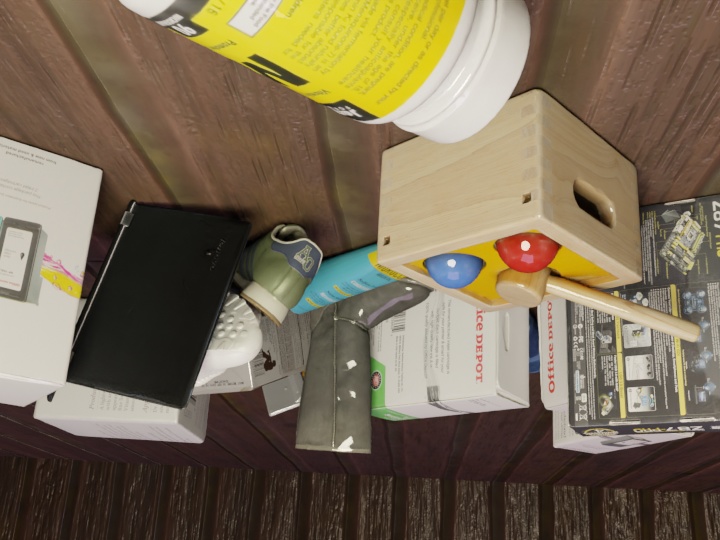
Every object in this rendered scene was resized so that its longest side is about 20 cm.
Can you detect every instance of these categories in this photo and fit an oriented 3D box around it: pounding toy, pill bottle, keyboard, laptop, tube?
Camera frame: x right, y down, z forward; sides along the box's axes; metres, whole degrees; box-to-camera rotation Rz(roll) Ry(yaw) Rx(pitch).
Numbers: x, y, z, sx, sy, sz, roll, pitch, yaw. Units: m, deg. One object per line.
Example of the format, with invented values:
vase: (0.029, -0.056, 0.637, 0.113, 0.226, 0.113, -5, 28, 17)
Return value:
pounding toy: (0.145, -0.023, 0.676, 0.182, 0.145, 0.198, -15, 153, 42)
pill bottle: (-0.012, -0.144, 0.419, 0.198, 0.117, 0.113, 19, 155, -36)
keyboard: (-0.110, 0.132, 1.123, 0.055, 0.200, 0.011, -24, 116, -4)
laptop: (-0.213, 0.044, 0.820, 0.114, 0.190, 0.200, 24, 154, -15)
tube: (0.000, 0.000, 0.914, 0.198, 0.051, 0.077, -19, 158, 35)

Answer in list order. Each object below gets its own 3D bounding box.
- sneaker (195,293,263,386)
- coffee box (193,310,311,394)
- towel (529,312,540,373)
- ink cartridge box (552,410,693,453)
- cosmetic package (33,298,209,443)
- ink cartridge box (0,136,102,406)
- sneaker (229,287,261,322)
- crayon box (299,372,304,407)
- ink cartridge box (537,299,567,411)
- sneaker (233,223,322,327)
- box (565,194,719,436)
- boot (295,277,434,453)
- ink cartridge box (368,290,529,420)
sneaker: (-0.158, 0.075, 0.827, 0.198, 0.076, 0.081, 0, 126, 45)
coffee box: (-0.128, 0.091, 1.018, 0.111, 0.082, 0.199, -8, -179, 25)
towel: (0.200, 0.103, 1.142, 0.110, 0.049, 0.200, -5, 158, 20)
ink cartridge box: (0.347, 0.158, 1.122, 0.083, 0.148, 0.200, 12, 158, -18)
cosmetic package: (-0.322, 0.144, 1.171, 0.196, 0.168, 0.165, 3, 160, 4)
ink cartridge box: (-0.336, 0.004, 0.744, 0.144, 0.204, 0.146, 16, 157, -32)
sneaker: (-0.191, 0.026, 0.903, 0.198, 0.076, 0.089, 18, 154, 43)
crayon box: (-0.041, 0.169, 1.247, 0.050, 0.129, 0.200, -3, 158, 18)
ink cartridge box: (0.277, 0.062, 0.876, 0.084, 0.149, 0.200, 8, 160, -19)
sneaker: (-0.085, -0.006, 0.863, 0.067, 0.090, 0.200, 40, 177, -17)
box: (0.265, 0.041, 0.744, 0.159, 0.204, 0.049, -10, 155, 31)
boot: (0.003, 0.107, 0.963, 0.179, 0.204, 0.072, -10, 157, 32)
ink cartridge box: (0.098, 0.094, 0.992, 0.198, 0.149, 0.084, -13, 154, 38)
